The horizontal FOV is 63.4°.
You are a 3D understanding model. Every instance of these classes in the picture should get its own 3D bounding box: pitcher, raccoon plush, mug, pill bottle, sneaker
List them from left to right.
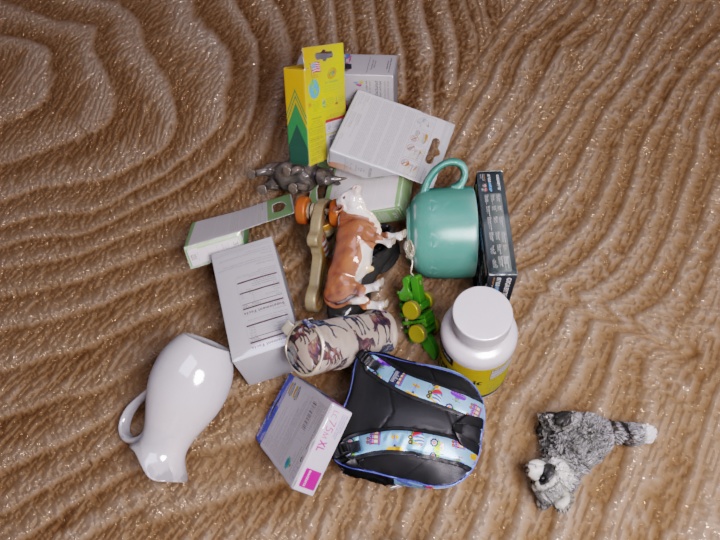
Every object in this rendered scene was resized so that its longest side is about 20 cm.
[{"bbox_3d":[-0.292,0.196,0.902,0.170,0.121,0.202,19,84,33],"label":"pitcher"},{"bbox_3d":[0.000,0.000,1.006,0.075,0.091,0.201,24,66,16],"label":"sneaker"},{"bbox_3d":[0.134,-0.079,0.997,0.113,0.152,0.187,-2,71,4],"label":"mug"},{"bbox_3d":[0.171,0.107,0.861,0.110,0.201,0.112,-3,58,4],"label":"pill bottle"},{"bbox_3d":[0.327,0.273,0.816,0.197,0.097,0.136,2,67,7],"label":"raccoon plush"}]

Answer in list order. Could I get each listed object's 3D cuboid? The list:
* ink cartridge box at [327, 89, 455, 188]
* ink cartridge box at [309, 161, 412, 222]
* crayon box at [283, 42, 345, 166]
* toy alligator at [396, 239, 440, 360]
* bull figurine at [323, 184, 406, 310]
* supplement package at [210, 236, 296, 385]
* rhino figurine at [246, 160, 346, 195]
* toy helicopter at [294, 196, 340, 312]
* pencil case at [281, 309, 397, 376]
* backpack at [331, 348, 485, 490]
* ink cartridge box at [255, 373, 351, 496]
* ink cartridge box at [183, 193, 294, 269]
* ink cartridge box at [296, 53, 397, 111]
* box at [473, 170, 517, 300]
[{"bbox_3d":[0.058,-0.235,1.078,0.198,0.050,0.163,21,63,1],"label":"ink cartridge box"},{"bbox_3d":[0.000,-0.156,1.117,0.198,0.048,0.147,-7,56,27],"label":"ink cartridge box"},{"bbox_3d":[-0.079,-0.304,1.063,0.050,0.202,0.127,14,28,30],"label":"crayon box"},{"bbox_3d":[0.084,0.051,0.955,0.054,0.202,0.059,-10,9,38],"label":"toy alligator"},{"bbox_3d":[0.000,-0.033,0.936,0.120,0.065,0.202,13,91,26],"label":"bull figurine"},{"bbox_3d":[-0.167,0.067,0.969,0.108,0.114,0.202,-17,60,-5],"label":"supplement package"},{"bbox_3d":[-0.112,-0.177,1.101,0.198,0.061,0.087,4,19,29],"label":"rhino figurine"},{"bbox_3d":[-0.069,-0.025,1.022,0.078,0.132,0.203,5,78,12],"label":"toy helicopter"},{"bbox_3d":[-0.025,0.104,0.899,0.078,0.199,0.090,-42,67,33],"label":"pencil case"},{"bbox_3d":[0.074,0.224,0.840,0.198,0.135,0.184,10,61,11],"label":"backpack"},{"bbox_3d":[-0.088,0.227,0.843,0.042,0.200,0.120,31,81,-24],"label":"ink cartridge box"},{"bbox_3d":[-0.211,-0.075,1.054,0.198,0.048,0.146,-16,23,-4],"label":"ink cartridge box"},{"bbox_3d":[-0.026,-0.350,1.176,0.197,0.146,0.085,4,48,8],"label":"ink cartridge box"},{"bbox_3d":[0.214,-0.038,0.966,0.045,0.160,0.202,-2,58,3],"label":"box"}]
